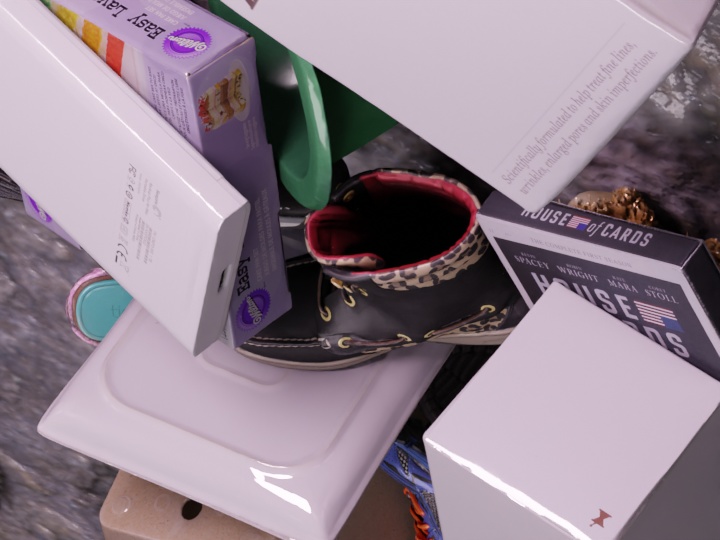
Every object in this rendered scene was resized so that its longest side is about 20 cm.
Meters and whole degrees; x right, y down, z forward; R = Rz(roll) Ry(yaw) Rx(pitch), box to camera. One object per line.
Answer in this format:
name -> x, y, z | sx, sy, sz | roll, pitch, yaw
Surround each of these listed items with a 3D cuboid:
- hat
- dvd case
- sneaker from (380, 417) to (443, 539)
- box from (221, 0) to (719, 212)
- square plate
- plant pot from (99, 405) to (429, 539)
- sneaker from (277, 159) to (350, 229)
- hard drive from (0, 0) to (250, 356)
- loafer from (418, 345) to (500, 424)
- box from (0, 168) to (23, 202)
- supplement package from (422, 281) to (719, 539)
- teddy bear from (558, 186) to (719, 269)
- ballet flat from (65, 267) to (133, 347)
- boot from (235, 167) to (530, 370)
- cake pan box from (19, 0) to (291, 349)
hat -> 0.030, -0.131, 1.467 | 0.166, 0.175, 0.201 | 94, 153, -61
dvd case -> 0.157, 0.045, 1.493 | 0.150, 0.025, 0.200 | 16, 148, 47
sneaker -> 0.063, 0.173, 1.756 | 0.200, 0.078, 0.075 | 51, -176, -20
box -> 0.057, -0.159, 1.252 | 0.199, 0.131, 0.199 | 34, 155, -3
square plate -> -0.060, 0.050, 1.676 | 0.197, 0.200, 0.029 | 21, 147, 20
plant pot -> -0.048, 0.151, 1.817 | 0.199, 0.201, 0.177 | 11, 155, 35
sneaker -> -0.090, -0.103, 1.584 | 0.199, 0.075, 0.116 | 30, 152, 5
hard drive -> -0.141, -0.060, 1.499 | 0.200, 0.026, 0.132 | 44, 150, 17
loafer -> 0.115, 0.116, 1.721 | 0.200, 0.073, 0.071 | 35, 160, 28
box -> -0.280, -0.094, 1.744 | 0.157, 0.050, 0.200 | 12, 172, 36
supplement package -> 0.119, 0.123, 1.512 | 0.117, 0.117, 0.200 | 33, 158, 23
teddy bear -> 0.177, 0.028, 1.526 | 0.200, 0.067, 0.145 | 38, 150, -11
ballet flat -> -0.082, 0.018, 1.772 | 0.198, 0.070, 0.071 | -1, -167, 1
boot -> 0.000, 0.000, 1.582 | 0.198, 0.074, 0.151 | -2, 162, 17
cake pan box -> -0.123, -0.073, 1.535 | 0.184, 0.052, 0.201 | 34, 146, 35
